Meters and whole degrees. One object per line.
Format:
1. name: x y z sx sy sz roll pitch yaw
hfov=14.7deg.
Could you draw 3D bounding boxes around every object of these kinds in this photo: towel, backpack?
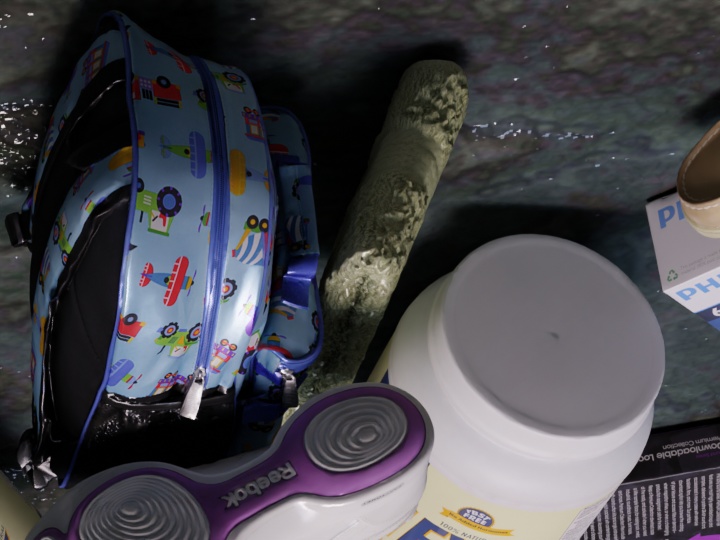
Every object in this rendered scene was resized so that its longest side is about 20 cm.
1. towel: 0.000 0.000 1.375 0.036 0.149 0.200 22 145 -1
2. backpack: -0.086 -0.015 1.288 0.134 0.183 0.200 4 141 -14

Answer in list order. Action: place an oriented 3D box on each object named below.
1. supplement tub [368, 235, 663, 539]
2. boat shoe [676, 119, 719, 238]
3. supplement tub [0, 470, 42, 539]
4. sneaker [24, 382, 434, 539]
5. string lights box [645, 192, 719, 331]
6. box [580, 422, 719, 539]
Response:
1. supplement tub: 0.072 0.086 1.509 0.144 0.146 0.200 2 147 -18
2. boat shoe: 0.224 -0.090 1.350 0.200 0.072 0.065 -36 136 28
3. supplement tub: -0.261 0.149 1.539 0.144 0.146 0.200 -15 149 10
4. sneaker: -0.057 0.123 1.271 0.199 0.075 0.100 -19 149 -9
5. string lights box: 0.251 0.004 1.517 0.102 0.059 0.200 -26 145 28
6. box: 0.181 0.148 1.761 0.199 0.036 0.143 -9 150 2
